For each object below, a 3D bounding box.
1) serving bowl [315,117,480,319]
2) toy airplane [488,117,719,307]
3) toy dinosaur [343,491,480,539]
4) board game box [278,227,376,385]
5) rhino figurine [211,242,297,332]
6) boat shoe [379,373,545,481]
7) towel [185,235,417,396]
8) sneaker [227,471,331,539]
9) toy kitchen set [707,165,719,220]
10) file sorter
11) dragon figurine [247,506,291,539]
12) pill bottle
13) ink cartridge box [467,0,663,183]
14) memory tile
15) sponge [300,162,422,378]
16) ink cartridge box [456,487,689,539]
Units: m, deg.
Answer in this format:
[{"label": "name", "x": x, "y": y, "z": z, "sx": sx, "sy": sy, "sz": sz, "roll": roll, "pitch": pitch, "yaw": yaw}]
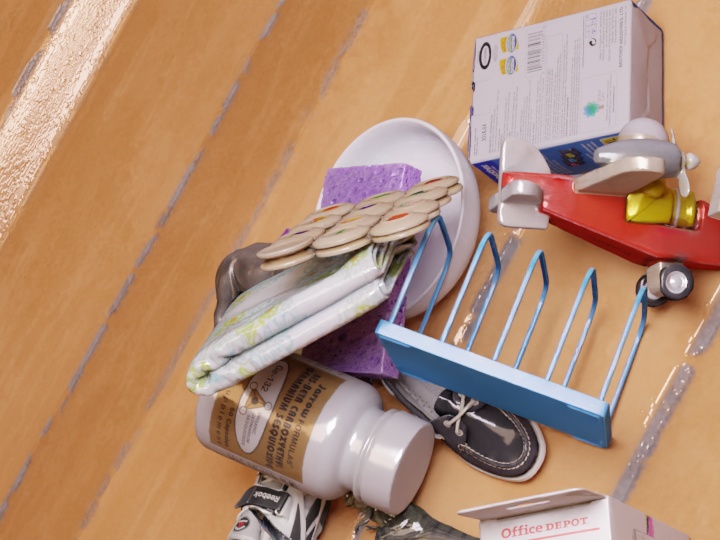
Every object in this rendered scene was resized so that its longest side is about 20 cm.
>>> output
[{"label": "serving bowl", "x": 0.044, "y": -0.043, "z": 1.581, "sx": 0.200, "sy": 0.066, "sz": 0.201, "roll": -16, "pitch": 67, "yaw": 41}, {"label": "toy airplane", "x": 0.210, "y": -0.070, "z": 1.395, "sx": 0.200, "sy": 0.199, "sz": 0.141, "roll": 17, "pitch": 78, "yaw": 40}, {"label": "toy dinosaur", "x": 0.043, "y": 0.249, "z": 1.483, "sx": 0.200, "sy": 0.047, "sz": 0.088, "roll": 18, "pitch": 76, "yaw": 36}, {"label": "board game box", "x": -0.056, "y": 0.061, "z": 1.646, "sx": 0.120, "sy": 0.032, "sz": 0.200, "roll": -47, "pitch": 51, "yaw": 6}, {"label": "rhino figurine", "x": -0.059, "y": 0.004, "z": 1.540, "sx": 0.200, "sy": 0.060, "sz": 0.088, "roll": -17, "pitch": 70, "yaw": 35}, {"label": "boat shoe", "x": 0.086, "y": 0.121, "z": 1.493, "sx": 0.074, "sy": 0.060, "sz": 0.200, "roll": -53, "pitch": 50, "yaw": 7}, {"label": "towel", "x": -0.050, "y": 0.026, "z": 1.413, "sx": 0.200, "sy": 0.171, "sz": 0.048, "roll": -29, "pitch": 97, "yaw": 17}, {"label": "sneaker", "x": -0.081, "y": 0.232, "z": 1.541, "sx": 0.074, "sy": 0.088, "sz": 0.201, "roll": -8, "pitch": 70, "yaw": 36}, {"label": "toy kitchen set", "x": 0.383, "y": -0.091, "z": 1.311, "sx": 0.163, "sy": 0.200, "sz": 0.181, "roll": 143, "pitch": 143, "yaw": -74}, {"label": "file sorter", "x": 0.135, "y": 0.050, "z": 1.396, "sx": 0.200, "sy": 0.139, "sz": 0.123, "roll": 20, "pitch": 78, "yaw": 15}, {"label": "dragon figurine", "x": -0.029, "y": 0.286, "z": 1.454, "sx": 0.099, "sy": 0.059, "sz": 0.200, "roll": -11, "pitch": 101, "yaw": 30}, {"label": "pill bottle", "x": -0.040, "y": 0.144, "z": 1.494, "sx": 0.200, "sy": 0.114, "sz": 0.115, "roll": 21, "pitch": 84, "yaw": 22}, {"label": "ink cartridge box", "x": 0.178, "y": -0.160, "z": 1.535, "sx": 0.200, "sy": 0.076, "sz": 0.137, "roll": -9, "pitch": 65, "yaw": 32}, {"label": "memory tile", "x": 0.001, "y": -0.043, "z": 1.413, "sx": 0.153, "sy": 0.200, "sz": 0.017, "roll": -14, "pitch": 101, "yaw": 17}, {"label": "sponge", "x": 0.000, "y": 0.000, "z": 1.544, "sx": 0.111, "sy": 0.030, "sz": 0.201, "roll": -3, "pitch": 76, "yaw": 46}, {"label": "ink cartridge box", "x": 0.172, "y": 0.230, "z": 1.293, "sx": 0.116, "sy": 0.200, "sz": 0.068, "roll": -17, "pitch": 61, "yaw": 30}]
